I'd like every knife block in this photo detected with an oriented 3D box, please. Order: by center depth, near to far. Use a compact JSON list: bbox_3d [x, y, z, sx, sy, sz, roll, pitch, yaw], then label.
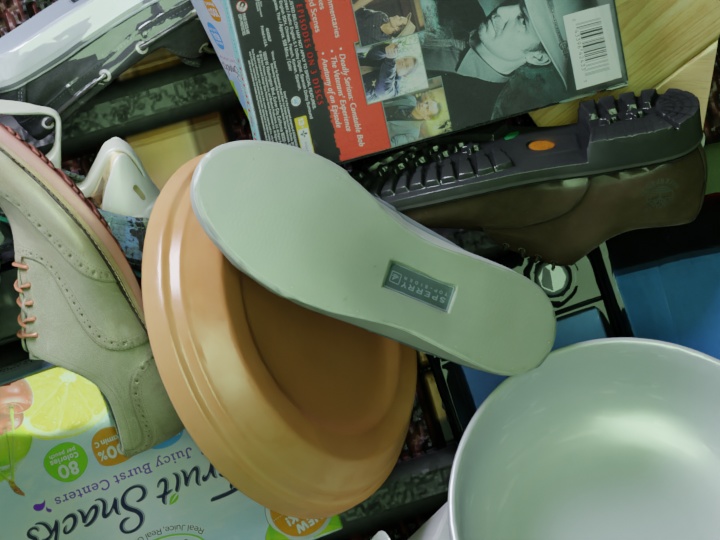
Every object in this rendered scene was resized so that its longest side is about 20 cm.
[{"bbox_3d":[0.103,-0.123,1.108,0.175,0.064,0.201,7,107,-4],"label":"knife block"}]

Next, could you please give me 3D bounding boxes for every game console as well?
[{"bbox_3d":[0.142,0.078,1.108,0.172,0.119,0.201,-19,92,-6],"label":"game console"}]

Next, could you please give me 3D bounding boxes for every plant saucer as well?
[{"bbox_3d":[-0.032,0.027,1.065,0.037,0.200,0.201,-21,93,34],"label":"plant saucer"}]

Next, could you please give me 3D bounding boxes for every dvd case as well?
[{"bbox_3d":[0.031,-0.139,1.034,0.199,0.022,0.147,-16,107,-10],"label":"dvd case"}]

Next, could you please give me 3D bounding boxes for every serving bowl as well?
[{"bbox_3d":[0.139,0.137,1.032,0.199,0.066,0.201,3,58,-4],"label":"serving bowl"}]

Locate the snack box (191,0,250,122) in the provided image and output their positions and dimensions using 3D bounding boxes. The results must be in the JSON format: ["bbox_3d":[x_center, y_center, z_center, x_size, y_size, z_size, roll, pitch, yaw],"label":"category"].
[{"bbox_3d":[-0.017,-0.192,1.058,0.168,0.068,0.200,-31,111,-12],"label":"snack box"}]

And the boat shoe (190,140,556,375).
[{"bbox_3d":[0.001,-0.001,1.027,0.200,0.071,0.070,27,79,-14],"label":"boat shoe"}]

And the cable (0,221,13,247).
[{"bbox_3d":[-0.282,-0.001,1.034,0.199,0.200,0.070,14,101,-5],"label":"cable"}]

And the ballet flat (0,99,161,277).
[{"bbox_3d":[-0.158,-0.047,1.088,0.199,0.074,0.075,19,89,-22],"label":"ballet flat"}]

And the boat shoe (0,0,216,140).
[{"bbox_3d":[-0.108,-0.136,1.115,0.200,0.070,0.066,-32,111,-7],"label":"boat shoe"}]

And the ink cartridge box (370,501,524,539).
[{"bbox_3d":[0.065,0.227,1.078,0.200,0.129,0.125,31,53,-4],"label":"ink cartridge box"}]

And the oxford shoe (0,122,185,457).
[{"bbox_3d":[-0.149,0.007,1.030,0.074,0.071,0.200,-38,100,-4],"label":"oxford shoe"}]

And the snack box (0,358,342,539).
[{"bbox_3d":[-0.127,0.106,1.105,0.199,0.053,0.143,-21,101,-9],"label":"snack box"}]

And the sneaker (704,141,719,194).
[{"bbox_3d":[0.234,0.019,1.140,0.090,0.067,0.201,-24,90,1],"label":"sneaker"}]

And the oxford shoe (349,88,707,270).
[{"bbox_3d":[0.082,-0.033,1.065,0.199,0.073,0.085,-7,119,14],"label":"oxford shoe"}]
